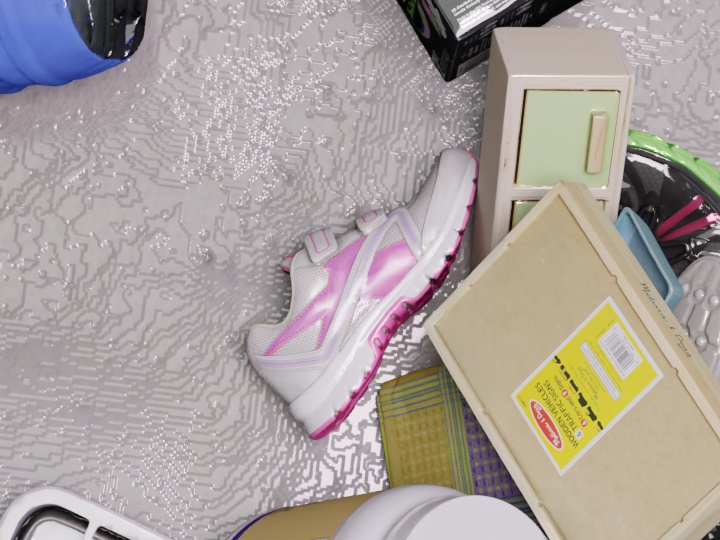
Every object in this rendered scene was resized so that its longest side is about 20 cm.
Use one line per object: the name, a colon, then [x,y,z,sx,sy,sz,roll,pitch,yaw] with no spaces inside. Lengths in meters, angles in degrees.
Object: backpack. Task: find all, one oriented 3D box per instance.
backpack: [-0.219,-0.205,1.359,0.166,0.162,0.202,-16,93,17]

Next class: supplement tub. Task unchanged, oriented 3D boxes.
supplement tub: [0.010,0.198,1.277,0.144,0.199,0.147,8,75,-33]

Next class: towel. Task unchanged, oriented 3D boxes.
towel: [0.077,0.121,1.322,0.023,0.199,0.145,-1,78,-36]

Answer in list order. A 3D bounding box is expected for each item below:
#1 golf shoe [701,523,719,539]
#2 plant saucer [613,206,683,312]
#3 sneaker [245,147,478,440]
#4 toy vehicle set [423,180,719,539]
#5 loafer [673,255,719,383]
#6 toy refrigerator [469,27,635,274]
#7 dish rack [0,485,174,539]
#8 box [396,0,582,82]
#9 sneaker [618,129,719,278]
golf shoe: [0.161,0.135,1.314,0.077,0.094,0.202,7,73,-29]
plant saucer: [0.127,0.060,1.292,0.019,0.201,0.070,5,41,-28]
sneaker: [0.000,0.000,1.377,0.088,0.081,0.201,35,79,5]
toy vehicle set: [0.125,0.067,1.224,0.124,0.026,0.201,-46,58,27]
loafer: [0.204,0.089,1.366,0.069,0.070,0.202,3,107,-38]
toy refrigerator: [0.111,-0.038,1.334,0.075,0.070,0.202,0,121,-7]
dish rack: [-0.168,0.249,1.362,0.170,0.044,0.201,25,83,0]
box: [0.054,-0.241,1.371,0.124,0.149,0.201,-31,86,-3]
sneaker: [0.193,-0.024,1.388,0.199,0.077,0.084,30,79,3]
